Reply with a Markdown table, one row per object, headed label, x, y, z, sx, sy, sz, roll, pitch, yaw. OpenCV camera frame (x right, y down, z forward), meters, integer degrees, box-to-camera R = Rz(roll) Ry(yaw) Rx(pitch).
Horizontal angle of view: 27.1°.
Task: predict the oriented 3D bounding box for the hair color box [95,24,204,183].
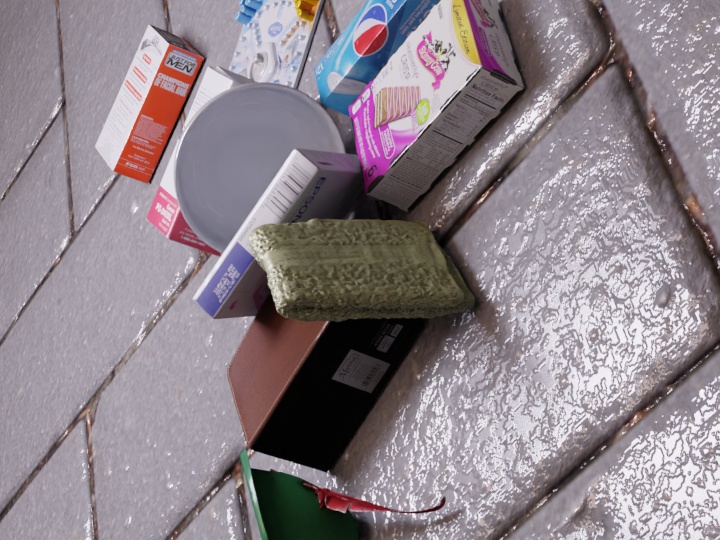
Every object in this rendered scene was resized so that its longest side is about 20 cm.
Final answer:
| label | x | y | z | sx | sy | sz | roll | pitch | yaw |
| --- | --- | --- | --- | --- | --- | --- | --- | --- | --- |
| hair color box | -0.307 | -0.242 | 2.167 | 0.202 | 0.063 | 0.111 | -65 | 31 | 12 |

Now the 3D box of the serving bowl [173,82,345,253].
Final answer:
| label | x | y | z | sx | sy | sz | roll | pitch | yaw |
| --- | --- | --- | --- | --- | --- | --- | --- | --- | --- |
| serving bowl | -0.118 | -0.117 | 1.685 | 0.202 | 0.198 | 0.066 | -64 | 23 | 10 |

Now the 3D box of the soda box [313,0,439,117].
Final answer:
| label | x | y | z | sx | sy | sz | roll | pitch | yaw |
| --- | --- | --- | --- | --- | --- | --- | --- | --- | --- |
| soda box | 0.032 | -0.258 | 1.642 | 0.200 | 0.067 | 0.065 | -48 | 38 | 32 |

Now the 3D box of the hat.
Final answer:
| label | x | y | z | sx | sy | sz | roll | pitch | yaw |
| --- | --- | --- | --- | --- | --- | --- | --- | --- | --- |
| hat | -0.013 | 0.243 | 1.481 | 0.201 | 0.174 | 0.167 | -113 | 8 | -54 |

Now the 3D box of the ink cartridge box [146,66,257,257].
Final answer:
| label | x | y | z | sx | sy | sz | roll | pitch | yaw |
| --- | --- | --- | --- | --- | --- | --- | --- | --- | --- |
| ink cartridge box | -0.142 | -0.119 | 1.765 | 0.083 | 0.144 | 0.202 | 36 | 105 | 59 |

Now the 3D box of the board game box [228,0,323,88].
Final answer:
| label | x | y | z | sx | sy | sz | roll | pitch | yaw |
| --- | --- | --- | --- | --- | --- | --- | --- | --- | --- |
| board game box | -0.133 | -0.264 | 1.943 | 0.199 | 0.026 | 0.202 | 13 | 85 | 58 |

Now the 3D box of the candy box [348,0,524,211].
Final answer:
| label | x | y | z | sx | sy | sz | roll | pitch | yaw |
| --- | --- | --- | --- | --- | --- | --- | --- | --- | --- |
| candy box | 0.073 | -0.178 | 1.544 | 0.200 | 0.061 | 0.137 | -46 | 39 | 34 |

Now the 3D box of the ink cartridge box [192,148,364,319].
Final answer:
| label | x | y | z | sx | sy | sz | roll | pitch | yaw |
| --- | --- | --- | --- | --- | --- | --- | --- | --- | --- |
| ink cartridge box | -0.068 | -0.037 | 1.595 | 0.043 | 0.200 | 0.197 | 41 | 107 | 19 |

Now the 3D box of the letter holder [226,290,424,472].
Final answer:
| label | x | y | z | sx | sy | sz | roll | pitch | yaw |
| --- | --- | --- | --- | --- | --- | --- | --- | --- | --- |
| letter holder | -0.043 | 0.079 | 1.552 | 0.201 | 0.100 | 0.143 | -58 | 32 | 20 |

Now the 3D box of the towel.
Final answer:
| label | x | y | z | sx | sy | sz | roll | pitch | yaw |
| --- | --- | --- | --- | --- | --- | --- | --- | --- | --- |
| towel | 0.000 | 0.000 | 1.442 | 0.149 | 0.198 | 0.037 | -118 | 32 | -52 |
